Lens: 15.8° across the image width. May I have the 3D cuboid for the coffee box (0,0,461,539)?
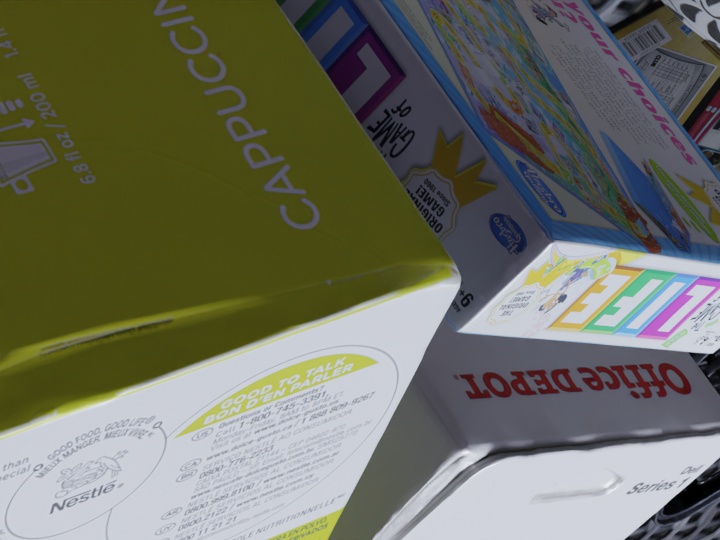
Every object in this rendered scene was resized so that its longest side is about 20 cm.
[{"bbox_3d":[-0.129,0.009,0.640,0.200,0.200,0.198,-18,152,-30],"label":"coffee box"}]

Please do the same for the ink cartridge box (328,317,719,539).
[{"bbox_3d":[0.000,0.000,0.788,0.145,0.200,0.084,0,139,-51],"label":"ink cartridge box"}]

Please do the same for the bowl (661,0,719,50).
[{"bbox_3d":[0.116,-0.148,0.747,0.094,0.201,0.201,13,150,3],"label":"bowl"}]

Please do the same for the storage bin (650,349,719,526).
[{"bbox_3d":[0.169,0.016,1.168,0.135,0.094,0.200,-28,155,-12],"label":"storage bin"}]

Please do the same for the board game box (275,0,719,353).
[{"bbox_3d":[0.019,-0.067,0.685,0.034,0.200,0.134,-45,154,23],"label":"board game box"}]

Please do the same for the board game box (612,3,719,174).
[{"bbox_3d":[0.210,-0.078,0.990,0.200,0.136,0.035,-29,156,-10],"label":"board game box"}]
